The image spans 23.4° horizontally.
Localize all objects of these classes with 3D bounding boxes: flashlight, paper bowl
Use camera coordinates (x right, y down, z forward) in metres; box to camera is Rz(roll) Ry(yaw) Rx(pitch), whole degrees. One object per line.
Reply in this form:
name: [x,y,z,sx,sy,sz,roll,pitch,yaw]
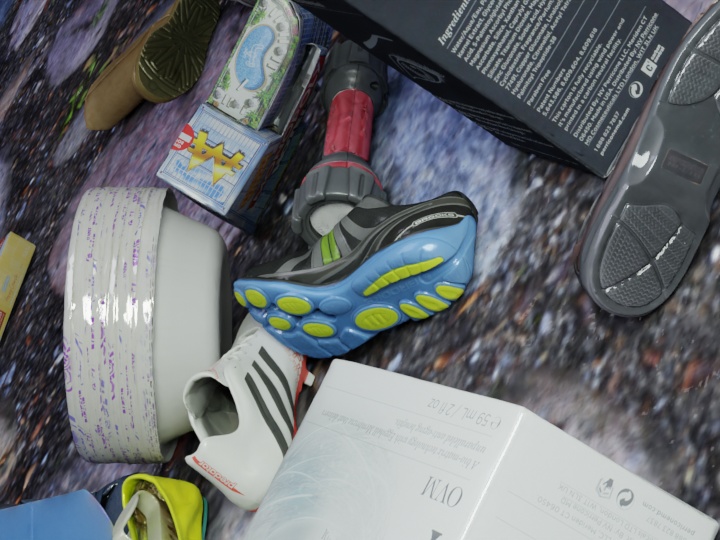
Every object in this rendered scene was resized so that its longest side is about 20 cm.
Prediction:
flashlight: [-0.009,-0.096,1.260,0.067,0.068,0.201,-24,37,27]
paper bowl: [-0.149,0.039,1.262,0.201,0.103,0.202,-1,-90,-89]

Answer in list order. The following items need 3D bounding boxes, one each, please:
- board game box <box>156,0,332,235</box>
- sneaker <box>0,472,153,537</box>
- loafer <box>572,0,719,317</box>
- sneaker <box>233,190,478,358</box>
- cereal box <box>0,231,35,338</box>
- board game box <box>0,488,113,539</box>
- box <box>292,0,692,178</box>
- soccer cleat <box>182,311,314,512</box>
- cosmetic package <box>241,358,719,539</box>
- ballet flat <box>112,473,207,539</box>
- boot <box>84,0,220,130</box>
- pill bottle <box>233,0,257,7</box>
board game box: [-0.082,-0.113,1.309,0.201,0.061,0.200,-62,-2,13]
sneaker: [-0.231,0.199,1.323,0.200,0.084,0.075,-38,30,39]
loafer: [0.165,-0.073,0.879,0.201,0.072,0.063,-59,18,6]
sneaker: [0.000,0.000,1.120,0.199,0.071,0.083,-19,33,40]
cereal box: [-0.454,0.059,2.007,0.200,0.039,0.145,-34,33,44]
board game box: [-0.227,0.250,1.271,0.199,0.039,0.159,-18,68,35]
box: [0.066,-0.155,1.007,0.105,0.199,0.148,-58,23,0]
soccer cleat: [-0.078,0.078,1.162,0.069,0.085,0.201,-46,26,28]
cosmetic package: [0.026,0.163,0.802,0.201,0.122,0.199,-64,23,-9]
ballet flat: [-0.132,0.199,1.145,0.067,0.067,0.200,-50,24,16]
boot: [-0.238,-0.201,1.864,0.200,0.066,0.176,-34,21,44]
pill bottle: [-0.075,-0.300,1.589,0.200,0.110,0.111,-1,60,64]
